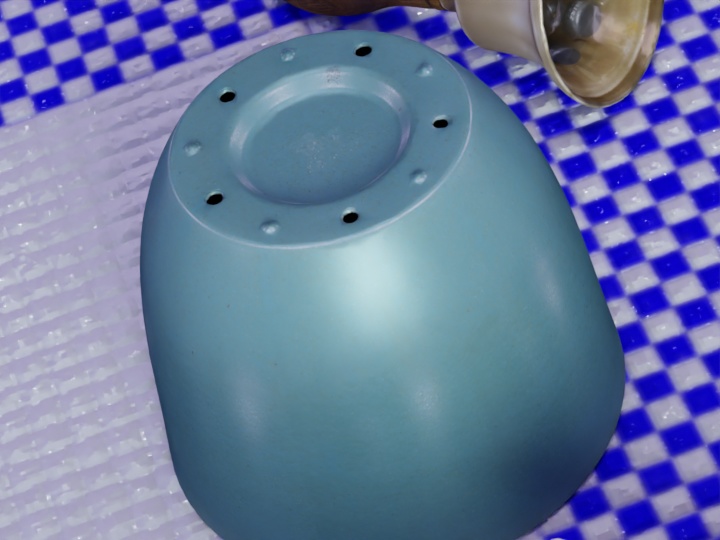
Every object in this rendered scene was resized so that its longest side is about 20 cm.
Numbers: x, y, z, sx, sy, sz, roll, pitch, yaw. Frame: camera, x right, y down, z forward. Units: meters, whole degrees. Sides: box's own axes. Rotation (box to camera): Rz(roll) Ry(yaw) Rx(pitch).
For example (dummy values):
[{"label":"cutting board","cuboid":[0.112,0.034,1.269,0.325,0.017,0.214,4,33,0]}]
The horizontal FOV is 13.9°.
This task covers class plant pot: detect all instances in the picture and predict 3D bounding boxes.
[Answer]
[{"label":"plant pot","cuboid":[0.000,0.000,1.211,0.200,0.161,0.201,-8,45,8]}]

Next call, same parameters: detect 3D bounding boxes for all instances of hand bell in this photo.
[{"label":"hand bell","cuboid":[0.033,-0.134,1.401,0.200,0.104,0.104,6,48,37]}]

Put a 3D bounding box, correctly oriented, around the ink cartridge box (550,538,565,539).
[{"label":"ink cartridge box","cuboid":[0.146,0.177,1.031,0.200,0.115,0.068,16,52,29]}]
